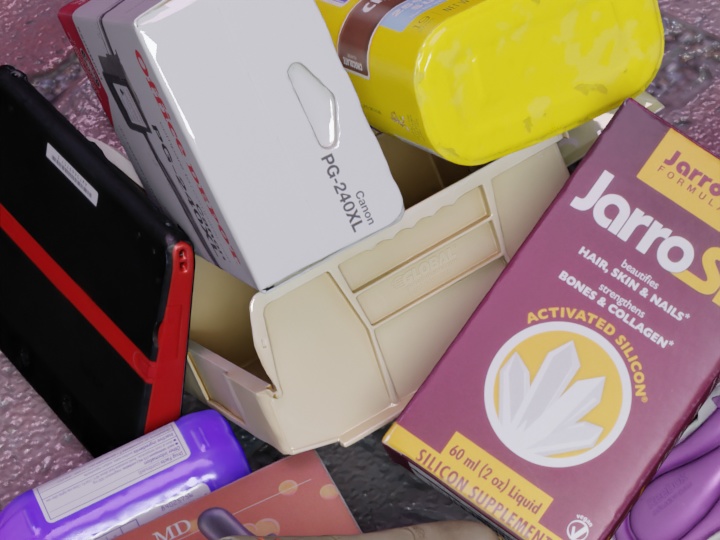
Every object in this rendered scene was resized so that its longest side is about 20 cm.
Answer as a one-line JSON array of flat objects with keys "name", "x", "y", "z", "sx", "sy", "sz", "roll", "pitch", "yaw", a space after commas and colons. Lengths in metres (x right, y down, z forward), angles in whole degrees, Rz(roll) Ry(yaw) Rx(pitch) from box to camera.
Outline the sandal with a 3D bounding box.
[{"name": "sandal", "x": 0.191, "y": 0.079, "z": 1.034, "sx": 0.203, "sy": 0.050, "sz": 0.082, "roll": -52, "pitch": 49, "yaw": 21}]

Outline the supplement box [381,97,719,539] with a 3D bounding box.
[{"name": "supplement box", "x": 0.113, "y": 0.035, "z": 0.996, "sx": 0.110, "sy": 0.086, "sz": 0.200, "roll": 34, "pitch": 84, "yaw": 11}]

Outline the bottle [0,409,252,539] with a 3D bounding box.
[{"name": "bottle", "x": -0.149, "y": 0.146, "z": 1.103, "sx": 0.200, "sy": 0.084, "sz": 0.065, "roll": -26, "pitch": 49, "yaw": -9}]

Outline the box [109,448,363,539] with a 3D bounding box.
[{"name": "box", "x": -0.042, "y": 0.211, "z": 1.005, "sx": 0.152, "sy": 0.106, "sz": 0.200, "roll": -25, "pitch": 49, "yaw": -9}]

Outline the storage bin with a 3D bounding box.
[{"name": "storage bin", "x": 0.000, "y": 0.000, "z": 1.123, "sx": 0.198, "sy": 0.094, "sz": 0.200, "roll": -29, "pitch": 17, "yaw": -15}]

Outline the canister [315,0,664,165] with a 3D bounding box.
[{"name": "canister", "x": 0.046, "y": -0.124, "z": 1.096, "sx": 0.148, "sy": 0.087, "sz": 0.200, "roll": -24, "pitch": 23, "yaw": -19}]

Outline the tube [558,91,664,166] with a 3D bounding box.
[{"name": "tube", "x": 0.084, "y": -0.133, "z": 1.229, "sx": 0.200, "sy": 0.052, "sz": 0.058, "roll": 48, "pitch": 114, "yaw": 34}]

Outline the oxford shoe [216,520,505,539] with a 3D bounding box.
[{"name": "oxford shoe", "x": -0.026, "y": 0.148, "z": 0.933, "sx": 0.200, "sy": 0.075, "sz": 0.070, "roll": -19, "pitch": 45, "yaw": -7}]

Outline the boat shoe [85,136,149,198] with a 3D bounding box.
[{"name": "boat shoe", "x": -0.163, "y": -0.041, "z": 1.247, "sx": 0.060, "sy": 0.072, "sz": 0.202, "roll": -52, "pitch": 28, "yaw": -10}]

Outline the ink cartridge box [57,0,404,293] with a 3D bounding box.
[{"name": "ink cartridge box", "x": -0.069, "y": -0.082, "z": 1.049, "sx": 0.083, "sy": 0.145, "sz": 0.200, "roll": -28, "pitch": 15, "yaw": -12}]

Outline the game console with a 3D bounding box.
[{"name": "game console", "x": -0.156, "y": 0.004, "z": 1.170, "sx": 0.031, "sy": 0.177, "sz": 0.200, "roll": -15, "pitch": 42, "yaw": -36}]
